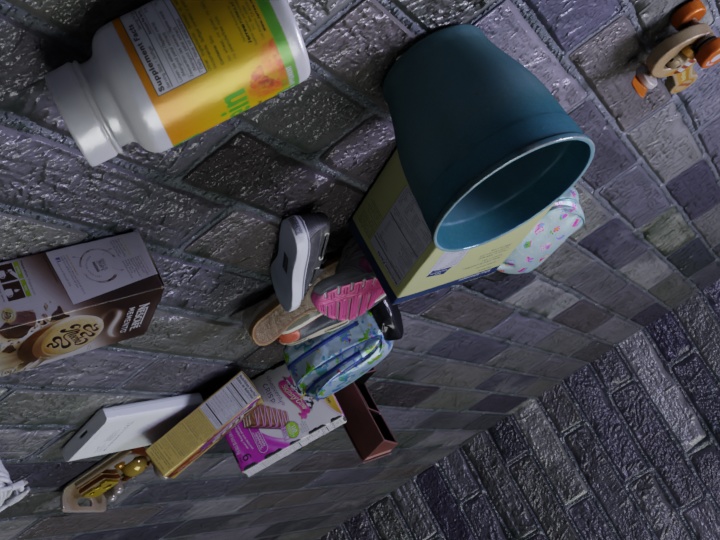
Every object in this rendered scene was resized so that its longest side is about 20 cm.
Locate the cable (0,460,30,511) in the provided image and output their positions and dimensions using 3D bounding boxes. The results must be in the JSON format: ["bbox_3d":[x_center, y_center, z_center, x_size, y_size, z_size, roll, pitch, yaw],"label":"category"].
[{"bbox_3d":[-0.591,0.321,1.517,0.199,0.070,0.200,-32,159,9],"label":"cable"}]

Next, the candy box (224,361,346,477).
[{"bbox_3d":[-0.141,0.243,1.857,0.198,0.137,0.061,-29,162,-5],"label":"candy box"}]

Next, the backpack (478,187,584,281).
[{"bbox_3d":[0.238,-0.074,1.637,0.200,0.127,0.166,-43,154,24],"label":"backpack"}]

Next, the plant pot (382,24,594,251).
[{"bbox_3d":[0.123,-0.156,1.185,0.198,0.190,0.201,-25,160,-10],"label":"plant pot"}]

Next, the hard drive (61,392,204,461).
[{"bbox_3d":[-0.360,0.248,1.725,0.132,0.026,0.199,-43,157,31],"label":"hard drive"}]

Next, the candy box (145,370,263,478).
[{"bbox_3d":[-0.251,0.253,1.766,0.199,0.057,0.117,-38,172,-10],"label":"candy box"}]

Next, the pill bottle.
[{"bbox_3d":[-0.150,-0.166,0.889,0.198,0.112,0.111,-27,160,-6],"label":"pill bottle"}]

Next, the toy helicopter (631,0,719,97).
[{"bbox_3d":[0.432,-0.279,1.492,0.131,0.080,0.200,-33,164,11],"label":"toy helicopter"}]

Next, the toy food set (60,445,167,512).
[{"bbox_3d":[-0.409,0.365,1.887,0.199,0.061,0.143,-34,160,10],"label":"toy food set"}]

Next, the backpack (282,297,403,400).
[{"bbox_3d":[-0.029,0.116,1.729,0.197,0.156,0.163,-17,178,6],"label":"backpack"}]

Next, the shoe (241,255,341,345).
[{"bbox_3d":[-0.085,0.033,1.565,0.199,0.053,0.071,-32,124,-15],"label":"shoe"}]

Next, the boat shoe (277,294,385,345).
[{"bbox_3d":[-0.042,0.056,1.632,0.198,0.072,0.063,-24,147,-1],"label":"boat shoe"}]

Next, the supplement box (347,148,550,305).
[{"bbox_3d":[0.123,-0.081,1.442,0.198,0.135,0.200,-16,156,-34],"label":"supplement box"}]

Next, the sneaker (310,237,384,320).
[{"bbox_3d":[0.000,0.000,1.520,0.199,0.088,0.082,-24,148,-39],"label":"sneaker"}]

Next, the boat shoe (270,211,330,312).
[{"bbox_3d":[-0.075,-0.014,1.442,0.066,0.070,0.201,-20,151,-21],"label":"boat shoe"}]

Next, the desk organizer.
[{"bbox_3d":[0.001,0.230,1.930,0.071,0.201,0.077,-10,151,-42],"label":"desk organizer"}]

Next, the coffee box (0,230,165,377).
[{"bbox_3d":[-0.327,0.038,1.182,0.198,0.080,0.113,-17,156,-32],"label":"coffee box"}]
